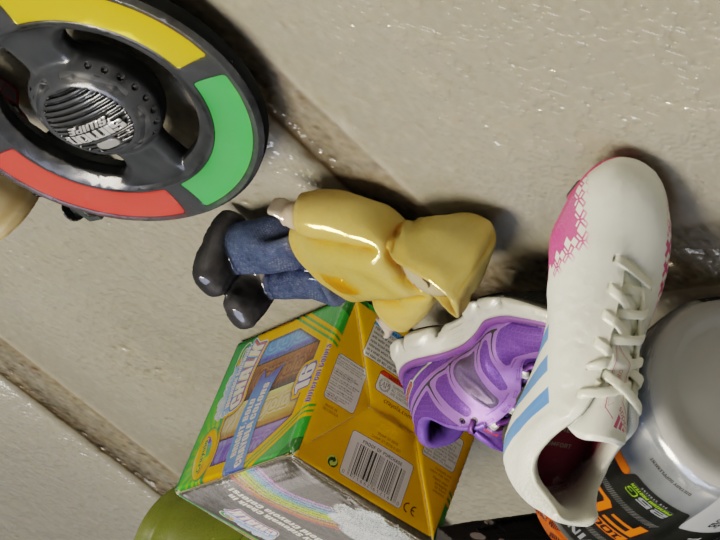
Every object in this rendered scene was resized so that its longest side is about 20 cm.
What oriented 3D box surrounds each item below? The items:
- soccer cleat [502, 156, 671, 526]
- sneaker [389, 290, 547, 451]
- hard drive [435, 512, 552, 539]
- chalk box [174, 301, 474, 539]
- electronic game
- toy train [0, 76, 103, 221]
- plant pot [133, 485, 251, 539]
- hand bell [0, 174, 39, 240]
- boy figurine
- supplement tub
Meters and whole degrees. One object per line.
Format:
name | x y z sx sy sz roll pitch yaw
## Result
soccer cleat | 0.130 0.042 1.147 0.070 0.201 0.086 6 -159 -19
sneaker | 0.091 0.061 1.280 0.080 0.084 0.200 -2 166 -27
hard drive | 0.163 0.196 1.364 0.200 0.038 0.140 -5 -156 -34
chalk box | -0.030 0.117 1.449 0.124 0.124 0.200 34 151 -22
electronic game | -0.149 -0.096 1.221 0.199 0.042 0.200 9 143 7
toy train | -0.225 -0.097 1.300 0.200 0.046 0.034 37 155 -30
plant pot | -0.072 0.238 1.642 0.193 0.201 0.200 10 152 47
hand bell | -0.287 -0.107 1.313 0.104 0.104 0.200 -1 131 38
boy figurine | 0.000 0.000 1.285 0.200 0.065 0.124 1 142 39
supplement tub | 0.180 0.104 1.267 0.122 0.123 0.200 26 152 -6
